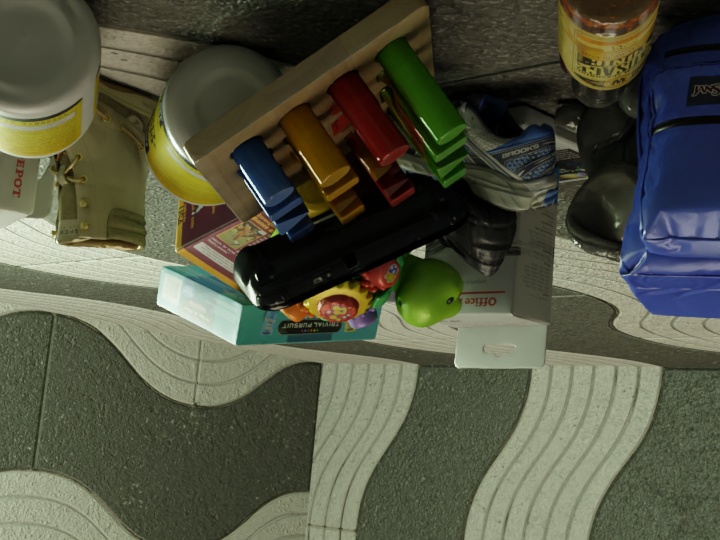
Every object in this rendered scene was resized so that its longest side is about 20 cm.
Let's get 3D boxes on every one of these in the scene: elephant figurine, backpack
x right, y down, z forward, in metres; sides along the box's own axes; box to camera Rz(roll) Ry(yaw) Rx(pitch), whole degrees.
[{"bbox_3d":[0.239,-0.053,1.013,0.141,0.201,0.155,6,171,-4],"label":"elephant figurine"},{"bbox_3d":[0.268,-0.081,0.845,0.162,0.201,0.168,4,161,23],"label":"backpack"}]

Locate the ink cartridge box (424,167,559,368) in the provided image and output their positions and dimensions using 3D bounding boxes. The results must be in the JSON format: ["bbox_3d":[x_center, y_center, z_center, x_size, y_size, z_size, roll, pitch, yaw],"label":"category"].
[{"bbox_3d":[0.126,-0.007,1.218,0.116,0.201,0.068,-4,166,42],"label":"ink cartridge box"}]

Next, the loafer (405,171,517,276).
[{"bbox_3d":[0.086,-0.056,1.148,0.068,0.071,0.201,1,-158,-18],"label":"loafer"}]

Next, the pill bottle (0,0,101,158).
[{"bbox_3d":[-0.263,-0.152,0.980,0.111,0.112,0.200,7,170,-12],"label":"pill bottle"}]

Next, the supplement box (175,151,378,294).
[{"bbox_3d":[-0.074,-0.065,1.220,0.200,0.086,0.110,-25,140,29],"label":"supplement box"}]

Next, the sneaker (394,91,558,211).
[{"bbox_3d":[0.097,-0.122,1.101,0.200,0.085,0.077,23,-152,36],"label":"sneaker"}]

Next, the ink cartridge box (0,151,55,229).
[{"bbox_3d":[-0.398,-0.119,1.197,0.200,0.129,0.125,11,169,-29],"label":"ink cartridge box"}]

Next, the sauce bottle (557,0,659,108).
[{"bbox_3d":[0.167,-0.159,0.838,0.066,0.066,0.200,3,171,12],"label":"sauce bottle"}]

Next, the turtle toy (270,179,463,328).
[{"bbox_3d":[0.000,0.000,1.153,0.199,0.101,0.146,6,145,-14],"label":"turtle toy"}]

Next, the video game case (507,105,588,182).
[{"bbox_3d":[0.140,-0.117,1.232,0.182,0.023,0.200,15,166,-43],"label":"video game case"}]

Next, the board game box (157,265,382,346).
[{"bbox_3d":[-0.100,0.037,1.372,0.200,0.047,0.151,1,-165,-43],"label":"board game box"}]

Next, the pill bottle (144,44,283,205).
[{"bbox_3d":[-0.132,-0.119,1.094,0.112,0.112,0.200,8,170,-15],"label":"pill bottle"}]

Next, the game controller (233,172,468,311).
[{"bbox_3d":[-0.010,-0.026,1.044,0.200,0.042,0.104,-24,-159,-13],"label":"game controller"}]

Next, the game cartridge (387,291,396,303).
[{"bbox_3d":[-0.028,0.000,1.414,0.199,0.041,0.133,8,-166,-13],"label":"game cartridge"}]

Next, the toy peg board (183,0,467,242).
[{"bbox_3d":[-0.009,-0.088,0.945,0.199,0.098,0.200,-35,169,-2],"label":"toy peg board"}]

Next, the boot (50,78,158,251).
[{"bbox_3d":[-0.274,-0.103,1.140,0.073,0.156,0.200,-3,167,42],"label":"boot"}]
